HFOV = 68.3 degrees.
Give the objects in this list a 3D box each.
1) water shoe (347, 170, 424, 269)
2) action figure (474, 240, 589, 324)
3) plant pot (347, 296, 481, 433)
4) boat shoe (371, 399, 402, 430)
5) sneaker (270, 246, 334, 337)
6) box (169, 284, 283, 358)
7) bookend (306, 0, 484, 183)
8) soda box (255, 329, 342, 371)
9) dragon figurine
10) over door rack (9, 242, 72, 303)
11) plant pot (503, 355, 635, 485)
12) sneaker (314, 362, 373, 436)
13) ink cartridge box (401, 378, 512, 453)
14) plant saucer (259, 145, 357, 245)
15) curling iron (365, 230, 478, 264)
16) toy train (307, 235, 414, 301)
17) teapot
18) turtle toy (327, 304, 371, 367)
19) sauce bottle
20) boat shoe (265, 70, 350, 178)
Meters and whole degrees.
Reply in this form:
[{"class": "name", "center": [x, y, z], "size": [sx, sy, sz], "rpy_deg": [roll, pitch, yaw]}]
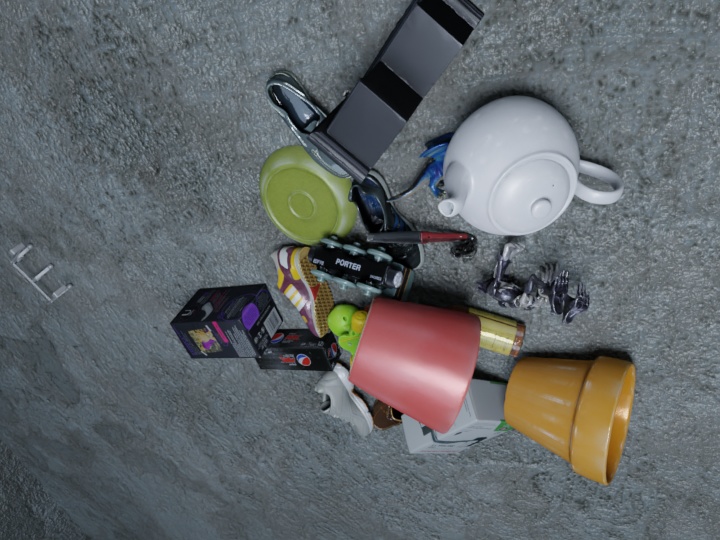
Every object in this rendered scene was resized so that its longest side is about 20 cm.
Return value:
[{"class": "water shoe", "center": [0.038, -0.069, 0.900], "size": [0.071, 0.079, 0.201], "rpy_deg": [-20, 115, 34]}, {"class": "action figure", "center": [0.267, 0.018, 0.848], "size": [0.117, 0.104, 0.199], "rpy_deg": [20, 179, -27]}, {"class": "plant pot", "center": [0.081, 0.138, 0.863], "size": [0.174, 0.202, 0.203], "rpy_deg": [19, 131, 2]}, {"class": "boat shoe", "center": [0.077, 0.302, 1.167], "size": [0.071, 0.068, 0.201], "rpy_deg": [35, 131, -4]}, {"class": "sneaker", "center": [-0.116, 0.042, 1.066], "size": [0.089, 0.075, 0.203], "rpy_deg": [4, 120, 32]}, {"class": "box", "center": [-0.289, 0.113, 1.156], "size": [0.196, 0.123, 0.107], "rpy_deg": [-4, 124, 27]}, {"class": "bookend", "center": [0.047, -0.249, 0.682], "size": [0.092, 0.201, 0.199], "rpy_deg": [37, 132, -7]}, {"class": "soda box", "center": [-0.143, 0.175, 1.176], "size": [0.196, 0.064, 0.072], "rpy_deg": [-3, 124, 27]}, {"class": "dragon figurine", "center": [0.124, -0.168, 0.799], "size": [0.197, 0.059, 0.101], "rpy_deg": [-11, 118, 25]}, {"class": "over door rack", "center": [-0.798, 0.004, 1.333], "size": [0.148, 0.067, 0.199], "rpy_deg": [51, 149, -17]}, {"class": "plant pot", "center": [0.357, 0.237, 0.924], "size": [0.181, 0.200, 0.203], "rpy_deg": [11, 130, 36]}, {"class": "sneaker", "center": [-0.044, 0.307, 1.199], "size": [0.075, 0.091, 0.202], "rpy_deg": [10, 131, 57]}, {"class": "ink cartridge box", "center": [0.199, 0.295, 1.057], "size": [0.145, 0.084, 0.200], "rpy_deg": [13, 141, -34]}, {"class": "plant saucer", "center": [-0.101, -0.123, 0.956], "size": [0.196, 0.031, 0.203], "rpy_deg": [12, 128, 15]}, {"class": "curling iron", "center": [0.104, -0.046, 0.863], "size": [0.196, 0.050, 0.026], "rpy_deg": [7, 147, -15]}, {"class": "toy train", "center": [0.000, 0.000, 0.939], "size": [0.197, 0.087, 0.113], "rpy_deg": [15, 174, 35]}, {"class": "teapot", "center": [0.214, -0.119, 0.701], "size": [0.199, 0.147, 0.197], "rpy_deg": [-40, 128, 17]}, {"class": "turtle toy", "center": [0.023, 0.124, 1.036], "size": [0.196, 0.102, 0.148], "rpy_deg": [14, 128, 15]}, {"class": "sauce bottle", "center": [0.196, 0.099, 0.966], "size": [0.197, 0.066, 0.067], "rpy_deg": [18, 130, 15]}, {"class": "boat shoe", "center": [-0.079, -0.223, 0.842], "size": [0.072, 0.062, 0.201], "rpy_deg": [-34, 106, 21]}]
